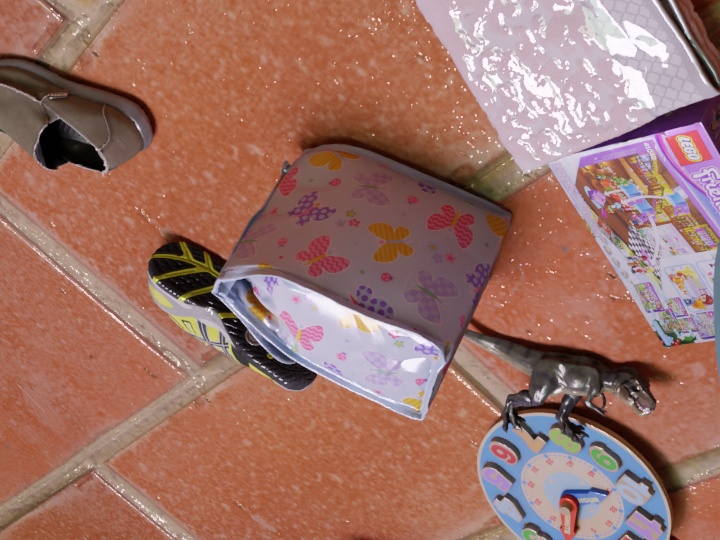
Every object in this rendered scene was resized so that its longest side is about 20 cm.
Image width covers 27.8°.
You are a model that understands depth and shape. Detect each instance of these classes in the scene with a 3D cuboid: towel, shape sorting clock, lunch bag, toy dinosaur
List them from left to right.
[{"bbox_3d":[0.000,0.000,1.195,0.198,0.170,0.128,24,140,6],"label":"lunch bag"},{"bbox_3d":[0.167,0.105,1.292,0.198,0.047,0.089,16,118,22],"label":"toy dinosaur"},{"bbox_3d":[0.131,-0.176,0.998,0.190,0.032,0.201,-18,111,46],"label":"towel"},{"bbox_3d":[0.200,0.215,1.383,0.198,0.039,0.202,17,133,19],"label":"shape sorting clock"}]

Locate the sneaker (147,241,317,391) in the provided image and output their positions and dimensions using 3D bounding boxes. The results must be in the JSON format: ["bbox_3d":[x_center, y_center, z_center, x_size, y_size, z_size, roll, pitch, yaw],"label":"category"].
[{"bbox_3d":[-0.122,0.049,1.429,0.199,0.075,0.077,38,151,10],"label":"sneaker"}]

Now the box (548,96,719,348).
[{"bbox_3d":[0.246,-0.032,1.092,0.136,0.039,0.201,-10,125,43],"label":"box"}]

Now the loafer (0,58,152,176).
[{"bbox_3d":[-0.288,-0.137,1.330,0.198,0.070,0.076,14,139,23],"label":"loafer"}]

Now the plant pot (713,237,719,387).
[{"bbox_3d":[0.324,0.015,0.958,0.200,0.199,0.163,-18,78,46],"label":"plant pot"}]
